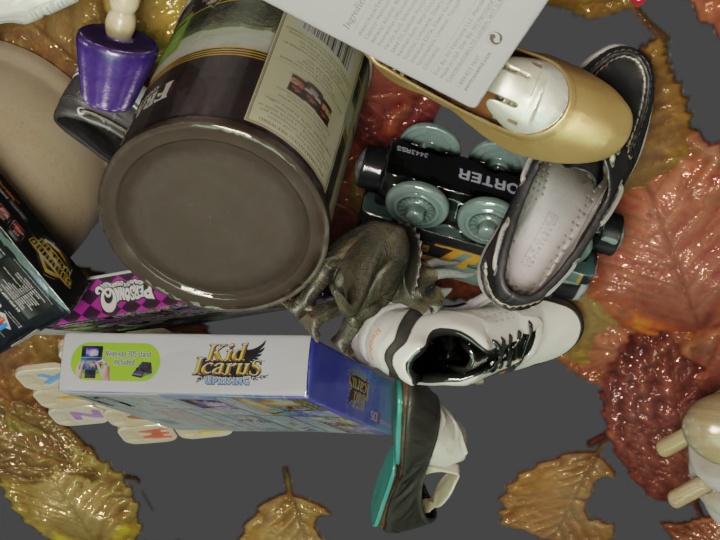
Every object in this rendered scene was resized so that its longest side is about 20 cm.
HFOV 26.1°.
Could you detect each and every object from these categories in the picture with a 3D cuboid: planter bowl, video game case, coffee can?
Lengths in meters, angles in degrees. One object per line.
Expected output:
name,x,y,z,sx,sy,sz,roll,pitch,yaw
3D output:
planter bowl,-0.294,-0.055,1.147,0.200,0.135,0.200,5,129,6
video game case,-0.089,0.083,1.114,0.181,0.046,0.200,1,167,17
video game case,-0.134,0.019,1.165,0.200,0.181,0.036,-9,85,17
coffee can,-0.077,-0.091,1.033,0.146,0.200,0.147,5,129,7

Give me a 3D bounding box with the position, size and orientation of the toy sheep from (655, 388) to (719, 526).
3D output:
toy sheep,0.320,0.153,1.208,0.138,0.138,0.200,-33,131,31

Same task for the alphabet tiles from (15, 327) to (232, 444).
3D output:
alphabet tiles,-0.172,0.098,1.270,0.195,0.015,0.200,-6,152,7

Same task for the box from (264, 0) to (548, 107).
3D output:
box,0.016,-0.219,0.942,0.200,0.152,0.106,26,130,-11

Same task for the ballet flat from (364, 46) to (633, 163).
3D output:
ballet flat,0.080,-0.122,1.013,0.200,0.063,0.069,24,94,27

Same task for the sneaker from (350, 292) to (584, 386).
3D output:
sneaker,0.090,0.057,1.154,0.200,0.080,0.074,-5,113,-30

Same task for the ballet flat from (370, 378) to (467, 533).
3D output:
ballet flat,0.052,0.151,1.301,0.068,0.068,0.200,3,140,-5

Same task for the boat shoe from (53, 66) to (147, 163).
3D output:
boat shoe,-0.142,-0.068,1.137,0.200,0.066,0.070,45,150,-23

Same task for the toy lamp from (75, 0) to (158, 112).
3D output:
toy lamp,-0.150,-0.201,1.019,0.058,0.058,0.200,14,116,-1

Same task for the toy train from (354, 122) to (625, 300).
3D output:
toy train,0.088,-0.036,1.130,0.200,0.085,0.114,15,142,-3

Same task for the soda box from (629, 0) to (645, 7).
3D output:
soda box,0.216,-0.254,0.928,0.063,0.070,0.200,37,126,-18

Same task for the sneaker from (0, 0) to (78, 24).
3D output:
sneaker,-0.277,-0.198,1.067,0.200,0.076,0.088,-24,110,8

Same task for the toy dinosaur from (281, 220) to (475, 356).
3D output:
toy dinosaur,0.000,0.000,1.023,0.077,0.200,0.102,43,92,17

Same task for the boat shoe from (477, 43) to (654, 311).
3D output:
boat shoe,0.142,-0.063,1.039,0.074,0.060,0.200,33,88,-3

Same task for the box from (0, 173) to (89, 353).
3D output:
box,-0.308,-0.021,1.057,0.159,0.046,0.200,-29,111,24

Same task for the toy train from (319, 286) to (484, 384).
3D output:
toy train,0.039,0.039,1.192,0.046,0.034,0.200,-19,143,36
